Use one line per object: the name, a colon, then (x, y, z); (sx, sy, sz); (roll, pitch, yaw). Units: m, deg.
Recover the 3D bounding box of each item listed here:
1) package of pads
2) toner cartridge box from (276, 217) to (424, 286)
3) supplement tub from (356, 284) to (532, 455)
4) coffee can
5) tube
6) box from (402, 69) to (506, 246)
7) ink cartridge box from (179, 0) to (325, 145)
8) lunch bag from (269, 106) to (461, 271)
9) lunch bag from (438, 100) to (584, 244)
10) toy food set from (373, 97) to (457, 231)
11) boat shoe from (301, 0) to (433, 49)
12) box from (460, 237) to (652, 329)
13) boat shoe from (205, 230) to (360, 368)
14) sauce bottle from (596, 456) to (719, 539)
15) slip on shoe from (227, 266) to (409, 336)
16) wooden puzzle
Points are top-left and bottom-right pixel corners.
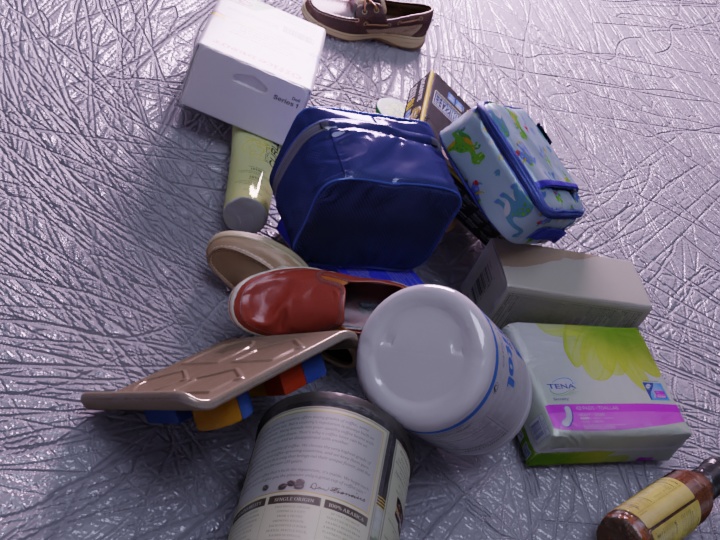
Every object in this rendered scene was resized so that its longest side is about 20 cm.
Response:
package of pads: (0.249, 0.132, 1.263); (0.197, 0.069, 0.156); (3, 48, -27)
toner cartridge box: (0.000, 0.000, 1.275); (0.094, 0.043, 0.201); (-16, 58, -41)
supplement tub: (0.084, 0.099, 1.086); (0.132, 0.132, 0.200); (51, 6, 24)
coffee can: (-0.038, 0.224, 0.951); (0.145, 0.147, 0.201); (22, 41, -7)
tube: (-0.125, -0.122, 1.326); (0.201, 0.051, 0.058); (-87, 153, -52)
box: (0.132, -0.130, 1.407); (0.200, 0.049, 0.161); (42, 33, -20)
ink cartridge box: (-0.128, -0.252, 1.401); (0.143, 0.085, 0.201); (21, 31, -9)
lunch bag: (0.008, -0.094, 1.236); (0.197, 0.136, 0.133); (5, 47, -30)
lunch bag: (0.180, -0.108, 1.307); (0.162, 0.082, 0.199); (61, 22, 12)
toy food set: (0.052, -0.130, 1.430); (0.197, 0.049, 0.200); (34, 42, 6)
boat shoe: (0.014, -0.371, 1.630); (0.197, 0.072, 0.073); (7, 45, -23)
box: (0.228, 0.033, 1.333); (0.197, 0.095, 0.078); (9, 44, -23)
boat shoe: (-0.077, 0.029, 1.181); (0.198, 0.072, 0.065); (30, 40, -1)
sauce bottle: (0.326, 0.249, 1.194); (0.198, 0.066, 0.066); (-16, 57, -40)
slip on shoe: (-0.032, 0.033, 1.131); (0.197, 0.061, 0.075); (4, 84, -9)
wooden puzzle: (-0.124, 0.102, 1.034); (0.198, 0.184, 0.047); (-19, 98, -42)
